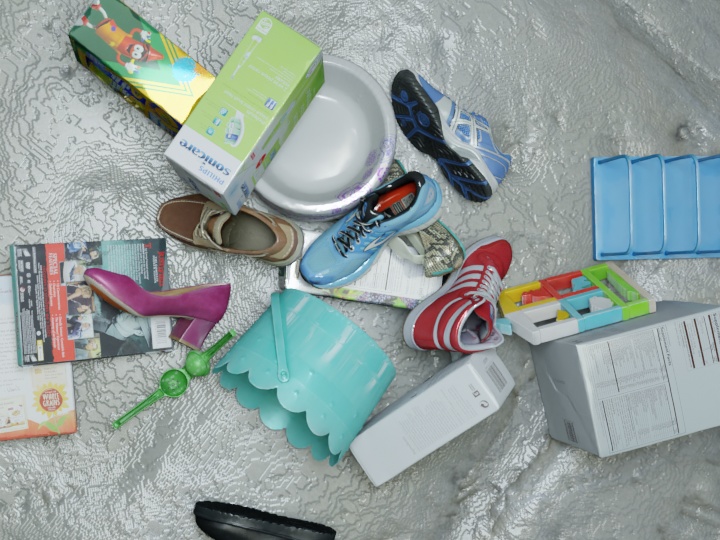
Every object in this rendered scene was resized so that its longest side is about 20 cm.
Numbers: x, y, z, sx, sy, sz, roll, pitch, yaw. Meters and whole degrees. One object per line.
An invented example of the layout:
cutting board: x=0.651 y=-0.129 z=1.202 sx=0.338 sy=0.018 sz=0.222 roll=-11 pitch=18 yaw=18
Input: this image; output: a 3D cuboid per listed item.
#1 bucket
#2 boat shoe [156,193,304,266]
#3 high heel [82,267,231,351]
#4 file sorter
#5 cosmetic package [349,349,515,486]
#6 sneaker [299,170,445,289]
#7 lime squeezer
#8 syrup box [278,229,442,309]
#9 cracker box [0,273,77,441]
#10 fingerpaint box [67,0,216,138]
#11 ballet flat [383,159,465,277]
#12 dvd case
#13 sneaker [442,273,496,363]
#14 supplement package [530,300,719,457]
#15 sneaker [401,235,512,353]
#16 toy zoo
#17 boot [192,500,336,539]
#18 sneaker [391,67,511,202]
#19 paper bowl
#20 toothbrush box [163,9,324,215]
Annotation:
bucket: x=-0.066 y=0.127 z=1.571 sx=0.207 sy=0.207 sz=0.135 roll=40 pitch=73 yaw=-8
boat shoe: x=-0.167 y=-0.056 z=1.581 sx=0.199 sy=0.072 sz=0.076 roll=10 pitch=88 yaw=21
high heel: x=-0.243 y=0.019 z=1.571 sx=0.200 sy=0.067 sz=0.096 roll=34 pitch=79 yaw=-35
file sorter: x=0.419 y=-0.086 z=1.698 sx=0.199 sy=0.123 sz=0.139 roll=-1 pitch=89 yaw=-10
cosmetic package: x=0.088 y=0.177 z=1.600 sx=0.200 sy=0.102 sz=0.074 roll=-35 pitch=90 yaw=22
sneaker: x=0.005 y=-0.058 z=1.541 sx=0.200 sy=0.090 sz=0.078 roll=-38 pitch=67 yaw=2
lime squeezer: x=-0.222 y=0.126 z=1.597 sx=0.200 sy=0.071 sz=0.038 roll=-37 pitch=71 yaw=14
syrup box: x=0.000 y=0.000 z=1.642 sx=0.199 sy=0.079 sz=0.082 roll=8 pitch=89 yaw=-10
cracker box: x=-0.421 y=0.104 z=1.575 sx=0.133 sy=0.058 sz=0.201 roll=-4 pitch=91 yaw=-12
fingerpaint box: x=-0.258 y=-0.237 z=1.535 sx=0.167 sy=0.200 sz=0.073 roll=38 pitch=84 yaw=-8
ballet flat: x=0.055 y=-0.066 z=1.611 sx=0.075 sy=0.068 sz=0.200 roll=-22 pitch=53 yaw=-14
dvd case: x=-0.325 y=0.036 z=1.572 sx=0.199 sy=0.022 sz=0.147 roll=-5 pitch=91 yaw=-34
sneaker: x=0.146 y=0.093 z=1.665 sx=0.074 sy=0.089 sz=0.201 roll=-10 pitch=90 yaw=-9
supplement package: x=0.349 y=0.134 z=1.647 sx=0.199 sy=0.191 sz=0.148 roll=-13 pitch=93 yaw=-9
sneaker: x=0.151 y=0.032 z=1.590 sx=0.200 sy=0.112 sz=0.071 roll=-46 pitch=120 yaw=-27
toy zoo: x=0.262 y=0.044 z=1.665 sx=0.199 sy=0.131 sz=0.021 roll=-14 pitch=115 yaw=-10
boot: x=-0.131 y=0.387 z=1.622 sx=0.197 sy=0.073 sz=0.163 roll=15 pitch=90 yaw=-10
sneaker: x=0.116 y=-0.183 z=1.678 sx=0.077 sy=0.076 sz=0.200 roll=-42 pitch=97 yaw=-30
paper bowl: x=-0.054 y=-0.161 z=1.609 sx=0.200 sy=0.104 sz=0.202 roll=0 pitch=82 yaw=1
toothbrush box: x=-0.129 y=-0.178 z=1.487 sx=0.086 sy=0.146 sz=0.200 roll=34 pitch=83 yaw=4
